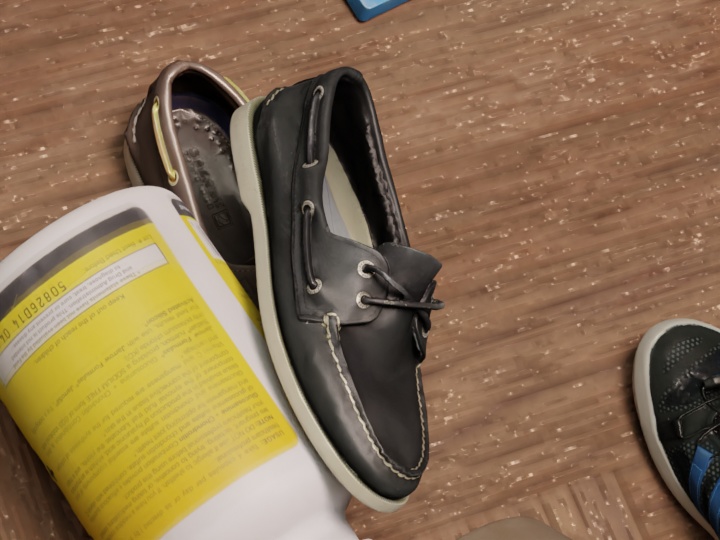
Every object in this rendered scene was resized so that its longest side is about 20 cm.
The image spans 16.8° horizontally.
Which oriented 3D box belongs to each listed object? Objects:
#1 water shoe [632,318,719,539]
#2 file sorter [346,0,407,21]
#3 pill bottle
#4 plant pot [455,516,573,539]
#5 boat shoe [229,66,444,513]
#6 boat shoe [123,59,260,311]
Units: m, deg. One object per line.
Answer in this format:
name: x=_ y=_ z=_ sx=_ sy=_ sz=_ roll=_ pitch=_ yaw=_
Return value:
water shoe: x=0.191 y=0.101 z=1.086 sx=0.071 sy=0.079 sz=0.201 roll=-19 pitch=72 yaw=-21
file sorter: x=0.058 y=-0.242 z=1.184 sx=0.200 sy=0.123 sz=0.139 roll=-27 pitch=76 yaw=-23
pill bottle: x=-0.071 y=0.072 z=1.017 sx=0.112 sy=0.112 sz=0.200 roll=-29 pitch=76 yaw=-23
plant pot: x=0.083 y=0.198 z=0.970 sx=0.200 sy=0.200 sz=0.174 roll=-31 pitch=61 yaw=-24
boat shoe: x=0.001 y=0.000 z=1.011 sx=0.074 sy=0.066 sz=0.200 roll=29 pitch=38 yaw=-46
boat shoe: x=-0.042 y=-0.002 z=1.087 sx=0.072 sy=0.060 sz=0.200 roll=-23 pitch=73 yaw=-23
